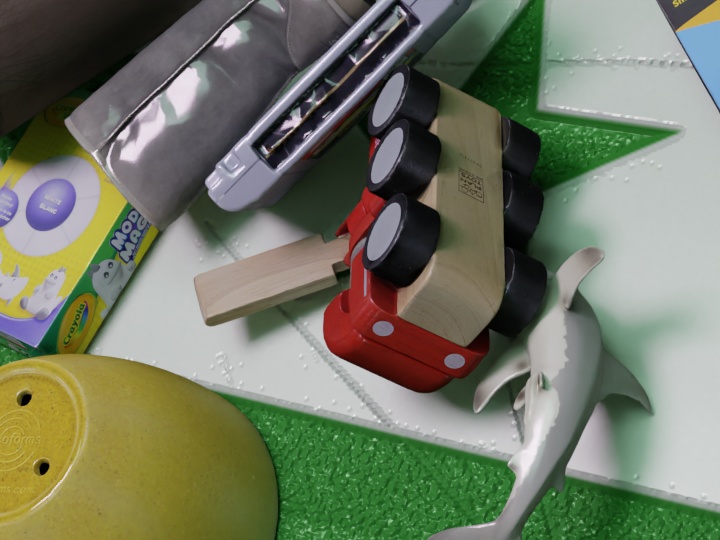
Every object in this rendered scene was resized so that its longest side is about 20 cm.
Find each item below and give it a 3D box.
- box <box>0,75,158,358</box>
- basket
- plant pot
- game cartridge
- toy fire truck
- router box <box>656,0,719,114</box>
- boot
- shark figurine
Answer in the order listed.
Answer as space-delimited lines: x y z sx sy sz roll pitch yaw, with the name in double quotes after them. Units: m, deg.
-0.187 -0.041 1.452 0.117 0.048 0.201 21 71 35 "box"
-0.201 -0.190 1.458 0.199 0.137 0.180 -30 40 -25 "basket"
-0.166 0.128 1.280 0.199 0.142 0.201 -12 58 20 "plant pot"
-0.009 -0.113 1.349 0.041 0.133 0.200 45 97 -2 "game cartridge"
0.000 0.000 1.288 0.200 0.128 0.177 -50 25 37 "toy fire truck"
0.286 -0.153 1.267 0.199 0.051 0.150 -30 51 9 "router box"
-0.106 -0.152 1.383 0.200 0.072 0.182 -42 67 17 "boot"
0.117 0.079 1.209 0.128 0.089 0.215 -37 33 47 "shark figurine"
